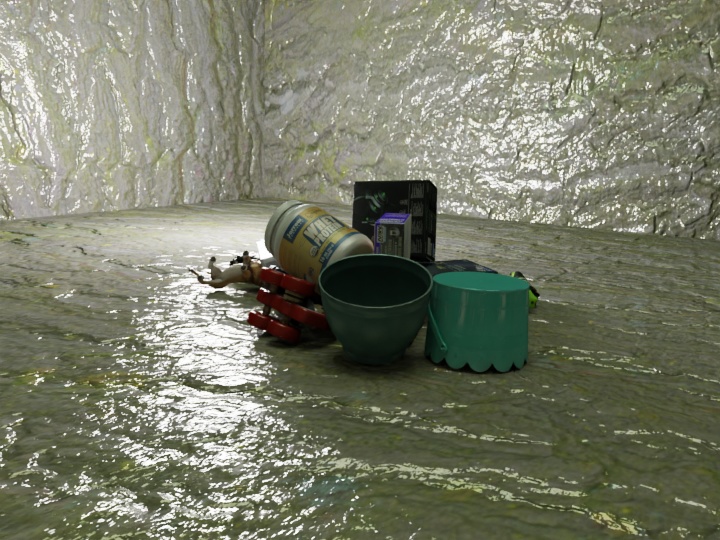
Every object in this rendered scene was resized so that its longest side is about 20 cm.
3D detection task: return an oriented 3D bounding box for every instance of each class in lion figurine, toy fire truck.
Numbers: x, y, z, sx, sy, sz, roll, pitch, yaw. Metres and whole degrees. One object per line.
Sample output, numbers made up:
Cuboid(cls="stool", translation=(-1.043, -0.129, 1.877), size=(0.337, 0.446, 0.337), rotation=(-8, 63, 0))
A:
Cuboid(cls="lion figurine", translation=(-0.308, 0.011, 1.763), size=(0.194, 0.074, 0.123), rotation=(-4, -24, 5))
Cuboid(cls="toy fire truck", translation=(-0.113, 0.077, 1.401), size=(0.165, 0.115, 0.198), rotation=(18, -1, -38))

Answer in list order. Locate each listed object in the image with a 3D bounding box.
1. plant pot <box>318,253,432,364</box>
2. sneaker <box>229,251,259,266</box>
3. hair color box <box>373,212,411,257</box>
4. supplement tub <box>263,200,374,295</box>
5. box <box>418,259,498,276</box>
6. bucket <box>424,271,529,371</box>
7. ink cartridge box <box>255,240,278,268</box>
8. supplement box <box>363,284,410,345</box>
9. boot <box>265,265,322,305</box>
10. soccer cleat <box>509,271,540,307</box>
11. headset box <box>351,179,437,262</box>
Cuboid(cls="plant pot", translation=(0.025, 0.075, 1.254), size=(0.194, 0.138, 0.202), rotation=(1, 26, 0))
Cuboid(cls="sneaker", translation=(-0.274, -0.009, 1.869), size=(0.096, 0.073, 0.198), rotation=(-8, 8, -38))
Cuboid(cls="hair color box", translation=(0.066, -0.051, 1.451), size=(0.063, 0.113, 0.200), rotation=(2, 9, 6))
Cuboid(cls="supplement tub", translation=(-0.084, -0.041, 1.443), size=(0.198, 0.148, 0.143), rotation=(32, 25, 28))
Cuboid(cls="box", translation=(0.198, 0.015, 1.607), size=(0.153, 0.053, 0.200), rotation=(-4, 9, -11))
Cuboid(cls="bucket", translation=(0.208, 0.084, 1.288), size=(0.201, 0.139, 0.207), rotation=(3, 9, 0))
Cuboid(cls="ink cartridge box", translation=(-0.142, -0.054, 1.693), size=(0.195, 0.046, 0.176), rotation=(-17, 17, -8))
Cuboid(cls="supplement box", translation=(0.066, 0.066, 1.436), size=(0.106, 0.112, 0.200), rotation=(4, 10, 13))
Cuboid(cls="boot", translation=(-0.089, 0.043, 1.534), size=(0.194, 0.068, 0.165), rotation=(6, -15, 13))
Cuboid(cls="soccer cleat", translation=(0.383, 0.052, 1.721), size=(0.079, 0.069, 0.200), rotation=(21, 15, 7))
Cuboid(cls="headset box", translation=(0.071, -0.111, 1.661), size=(0.194, 0.180, 0.093), rotation=(0, -6, 18))
